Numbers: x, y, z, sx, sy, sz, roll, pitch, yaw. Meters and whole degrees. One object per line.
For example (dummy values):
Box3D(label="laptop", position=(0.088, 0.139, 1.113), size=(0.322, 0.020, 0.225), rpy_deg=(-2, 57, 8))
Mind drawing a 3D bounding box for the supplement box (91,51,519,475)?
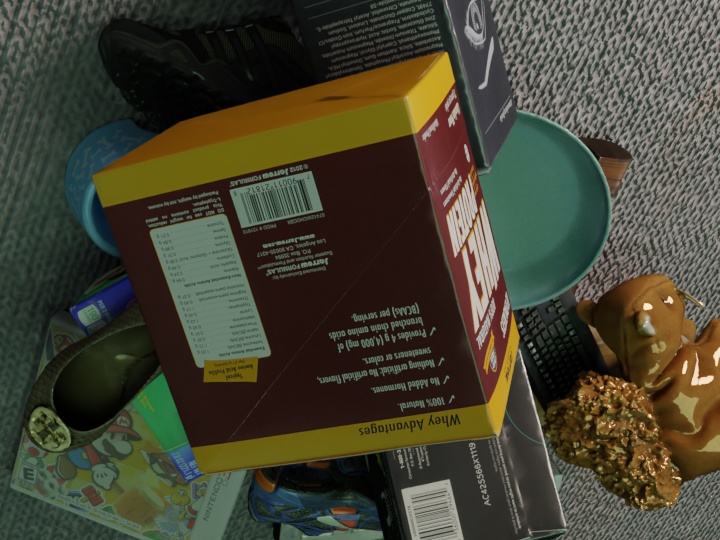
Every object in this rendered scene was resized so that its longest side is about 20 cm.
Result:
Box3D(label="supplement box", position=(-0.022, -0.004, 0.630), size=(0.195, 0.133, 0.202), rpy_deg=(-11, 108, 18))

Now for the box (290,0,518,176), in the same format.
Box3D(label="box", position=(0.030, -0.169, 0.705), size=(0.103, 0.148, 0.202), rpy_deg=(-11, 107, 20))

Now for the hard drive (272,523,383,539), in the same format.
Box3D(label="hard drive", position=(-0.013, 0.193, 1.026), size=(0.138, 0.038, 0.202), rpy_deg=(-1, 121, -20))

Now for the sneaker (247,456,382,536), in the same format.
Box3D(label="sneaker", position=(-0.022, 0.221, 0.983), size=(0.198, 0.076, 0.079), rpy_deg=(19, 126, -23))

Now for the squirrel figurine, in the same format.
Box3D(label="squirrel figurine", position=(0.263, 0.109, 0.931), size=(0.200, 0.141, 0.187), rpy_deg=(-43, 117, -11))

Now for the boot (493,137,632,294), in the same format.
Box3D(label="boot", position=(0.144, -0.029, 0.940), size=(0.184, 0.064, 0.202), rpy_deg=(6, 122, -21))

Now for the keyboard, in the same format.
Box3D(label="keyboard", position=(0.168, 0.091, 0.965), size=(0.126, 0.021, 0.201), rpy_deg=(-33, 121, -1))

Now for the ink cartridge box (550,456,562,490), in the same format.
Box3D(label="ink cartridge box", position=(0.121, 0.279, 1.101), size=(0.145, 0.086, 0.202), rpy_deg=(-4, 123, -19))

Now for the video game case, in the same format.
Box3D(label="video game case", position=(-0.195, 0.150, 0.884), size=(0.198, 0.023, 0.184), rpy_deg=(21, 112, 1))

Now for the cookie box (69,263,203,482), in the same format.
Box3D(label="cookie box", position=(-0.088, 0.043, 0.778), size=(0.198, 0.075, 0.172), rpy_deg=(-27, 107, 12))

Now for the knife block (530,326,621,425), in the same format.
Box3D(label="knife block", position=(0.174, 0.091, 1.016), size=(0.175, 0.064, 0.201), rpy_deg=(27, 108, -32))

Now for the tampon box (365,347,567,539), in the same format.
Box3D(label="tampon box", position=(0.077, 0.174, 0.861), size=(0.125, 0.151, 0.200), rpy_deg=(-11, 161, -7))

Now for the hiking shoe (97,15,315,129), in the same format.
Box3D(label="hiking shoe", position=(-0.096, -0.151, 0.768), size=(0.198, 0.101, 0.076), rpy_deg=(20, 144, -5))

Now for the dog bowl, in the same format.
Box3D(label="dog bowl", position=(-0.134, -0.069, 0.812), size=(0.198, 0.050, 0.113), rpy_deg=(-14, 124, -13))

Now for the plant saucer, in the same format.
Box3D(label="plant saucer", position=(0.111, -0.055, 0.857), size=(0.197, 0.036, 0.202), rpy_deg=(5, 127, 6))

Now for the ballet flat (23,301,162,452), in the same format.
Box3D(label="ballet flat", position=(-0.176, 0.071, 0.729), size=(0.199, 0.046, 0.068), rpy_deg=(-37, 103, 18))
